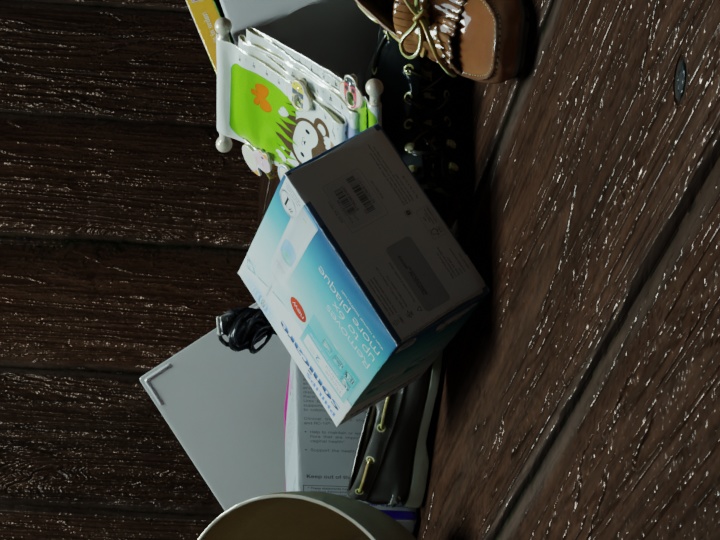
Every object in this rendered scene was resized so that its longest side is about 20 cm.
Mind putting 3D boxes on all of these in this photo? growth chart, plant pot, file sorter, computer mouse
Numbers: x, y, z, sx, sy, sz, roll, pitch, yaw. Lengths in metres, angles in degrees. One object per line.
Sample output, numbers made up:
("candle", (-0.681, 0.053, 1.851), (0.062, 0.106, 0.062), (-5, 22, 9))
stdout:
("growth chart", (-0.048, -0.112, 1.563), (0.200, 0.018, 0.145), (28, 135, 39))
("plant pot", (-0.015, 0.252, 1.492), (0.134, 0.200, 0.200), (-7, -77, -60))
("file sorter", (-0.096, 0.145, 1.960), (0.200, 0.139, 0.125), (57, 178, -3))
("computer mouse", (-0.057, -0.029, 1.749), (0.138, 0.053, 0.200), (-11, -49, -58))

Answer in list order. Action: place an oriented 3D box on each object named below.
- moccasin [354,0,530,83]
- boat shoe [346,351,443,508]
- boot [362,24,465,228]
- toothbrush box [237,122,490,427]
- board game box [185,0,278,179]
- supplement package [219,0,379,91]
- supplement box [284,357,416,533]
("moccasin", (0.049, -0.175, 1.370), (0.201, 0.078, 0.074), (48, 133, 52))
("boat shoe", (0.027, 0.095, 1.614), (0.072, 0.061, 0.201), (-105, 19, -69))
("boot", (0.052, -0.133, 1.519), (0.204, 0.073, 0.154), (107, 160, -52))
("toothbrush box", (-0.003, 0.008, 1.480), (0.146, 0.085, 0.200), (57, 159, 10))
("board game box", (-0.111, -0.180, 1.720), (0.096, 0.030, 0.200), (56, -167, -75))
("supplement package", (-0.055, -0.231, 1.694), (0.120, 0.121, 0.200), (69, -179, -45))
("supplement box", (-0.012, 0.164, 1.747), (0.101, 0.103, 0.200), (99, 170, -45))
